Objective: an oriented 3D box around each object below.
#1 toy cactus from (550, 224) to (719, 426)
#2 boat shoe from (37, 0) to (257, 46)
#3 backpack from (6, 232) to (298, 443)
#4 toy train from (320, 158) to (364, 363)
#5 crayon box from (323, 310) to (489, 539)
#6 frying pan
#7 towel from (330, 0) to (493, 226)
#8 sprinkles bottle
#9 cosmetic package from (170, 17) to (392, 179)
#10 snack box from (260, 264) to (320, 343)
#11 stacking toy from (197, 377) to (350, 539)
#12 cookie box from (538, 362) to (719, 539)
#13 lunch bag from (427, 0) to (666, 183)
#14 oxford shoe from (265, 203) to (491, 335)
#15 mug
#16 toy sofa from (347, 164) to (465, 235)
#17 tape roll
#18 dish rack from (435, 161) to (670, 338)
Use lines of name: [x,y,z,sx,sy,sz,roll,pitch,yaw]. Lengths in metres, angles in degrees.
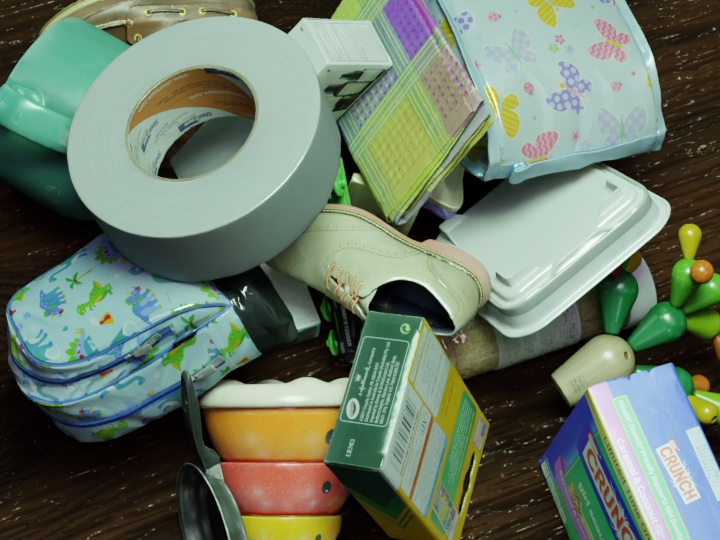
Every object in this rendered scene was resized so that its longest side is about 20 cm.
toy cactus: [0.237,0.060,1.342,0.164,0.102,0.201,-32,106,-1]
boat shoe: [-0.186,-0.215,1.464,0.199,0.072,0.068,-16,68,-15]
backpack: [-0.177,0.042,1.281,0.200,0.154,0.163,-39,53,9]
toy train: [-0.018,-0.023,1.367,0.041,0.056,0.201,-7,100,18]
crayon box: [0.040,0.134,1.293,0.051,0.200,0.126,6,64,24]
frying pan: [-0.123,0.167,1.274,0.031,0.115,0.191,-12,93,-25]
towel: [0.029,-0.150,1.344,0.023,0.144,0.201,2,49,-39]
sprinkles bottle: [0.151,0.039,1.395,0.199,0.068,0.069,-18,70,-13]
cosmetic package: [-0.068,-0.130,1.367,0.082,0.200,0.051,-6,62,-46]
snack box: [-0.145,0.030,1.385,0.199,0.037,0.117,-18,71,-13]
stacking toy: [-0.056,0.186,1.302,0.145,0.146,0.202,-1,86,-6]
cookie box: [0.218,0.186,1.270,0.075,0.200,0.172,-17,70,-12]
lunch bag: [0.141,-0.166,1.368,0.169,0.127,0.201,-15,62,-17]
oxford shoe: [0.000,0.000,1.292,0.199,0.071,0.074,13,32,16]
mug: [-0.232,-0.111,1.364,0.114,0.152,0.185,30,41,6]
toy sofa: [0.056,-0.127,1.448,0.097,0.083,0.201,19,67,-4]
tape roll: [-0.117,-0.093,1.239,0.199,0.066,0.201,-7,57,11]
dish rack: [0.146,-0.037,1.355,0.171,0.200,0.044,-38,117,-4]
